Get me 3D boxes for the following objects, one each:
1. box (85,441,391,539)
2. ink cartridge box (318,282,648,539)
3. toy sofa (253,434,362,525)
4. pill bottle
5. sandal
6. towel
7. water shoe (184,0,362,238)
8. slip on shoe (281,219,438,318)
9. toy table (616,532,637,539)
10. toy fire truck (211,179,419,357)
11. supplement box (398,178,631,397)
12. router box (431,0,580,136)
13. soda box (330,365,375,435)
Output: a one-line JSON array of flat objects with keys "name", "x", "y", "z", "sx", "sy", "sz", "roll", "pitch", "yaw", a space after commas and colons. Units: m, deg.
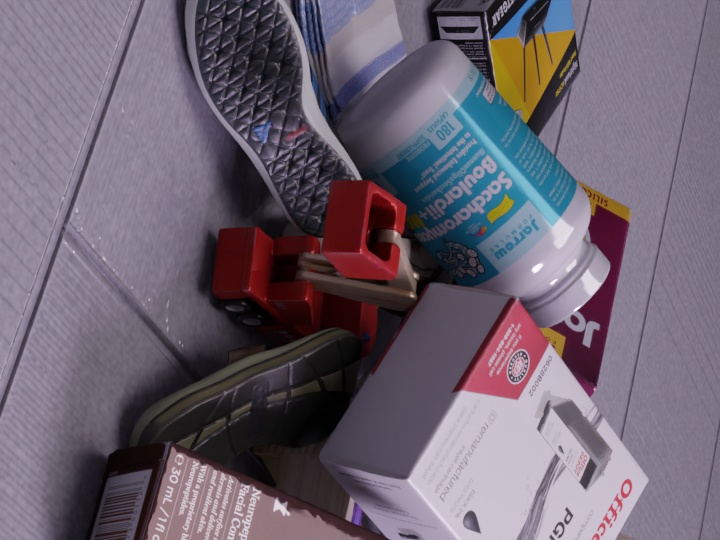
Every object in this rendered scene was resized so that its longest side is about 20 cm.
[{"name": "box", "x": -0.063, "y": 0.184, "z": 1.230, "sx": 0.200, "sy": 0.075, "sz": 0.100, "roll": 28, "pitch": 64, "yaw": -31}, {"name": "ink cartridge box", "x": 0.085, "y": 0.128, "z": 1.354, "sx": 0.200, "sy": 0.083, "sz": 0.147, "roll": 51, "pitch": 61, "yaw": -36}, {"name": "toy sofa", "x": -0.026, "y": 0.213, "z": 1.369, "sx": 0.083, "sy": 0.097, "sz": 0.201, "roll": 31, "pitch": 62, "yaw": -47}, {"name": "pill bottle", "x": 0.084, "y": -0.054, "z": 1.452, "sx": 0.200, "sy": 0.111, "sz": 0.111, "roll": 46, "pitch": 41, "yaw": -13}, {"name": "sandal", "x": -0.071, "y": 0.074, "z": 1.311, "sx": 0.201, "sy": 0.057, "sz": 0.080, "roll": -13, "pitch": 125, "yaw": -45}, {"name": "towel", "x": -0.010, "y": -0.219, "z": 1.481, "sx": 0.147, "sy": 0.024, "sz": 0.201, "roll": -45, "pitch": 131, "yaw": -57}, {"name": "water shoe", "x": -0.062, "y": -0.112, "z": 1.344, "sx": 0.079, "sy": 0.071, "sz": 0.200, "roll": -121, "pitch": -174, "yaw": -64}, {"name": "slip on shoe", "x": 0.000, "y": 0.000, "z": 1.469, "sx": 0.200, "sy": 0.076, "sz": 0.061, "roll": 6, "pitch": 98, "yaw": -72}, {"name": "toy table", "x": 0.112, "y": 0.222, "z": 1.613, "sx": 0.117, "sy": 0.183, "sz": 0.200, "roll": -51, "pitch": 157, "yaw": -30}, {"name": "toy fire truck", "x": -0.016, "y": 0.006, "z": 1.338, "sx": 0.200, "sy": 0.141, "sz": 0.049, "roll": 43, "pitch": 49, "yaw": -58}, {"name": "supplement box", "x": 0.114, "y": 0.016, "z": 1.582, "sx": 0.103, "sy": 0.131, "sz": 0.200, "roll": -51, "pitch": -164, "yaw": 44}, {"name": "router box", "x": 0.124, "y": -0.188, "z": 1.737, "sx": 0.200, "sy": 0.051, "sz": 0.150, "roll": -54, "pitch": 140, "yaw": -51}, {"name": "soda box", "x": 0.067, "y": 0.151, "z": 1.477, "sx": 0.200, "sy": 0.068, "sz": 0.064, "roll": 31, "pitch": 52, "yaw": -15}]
